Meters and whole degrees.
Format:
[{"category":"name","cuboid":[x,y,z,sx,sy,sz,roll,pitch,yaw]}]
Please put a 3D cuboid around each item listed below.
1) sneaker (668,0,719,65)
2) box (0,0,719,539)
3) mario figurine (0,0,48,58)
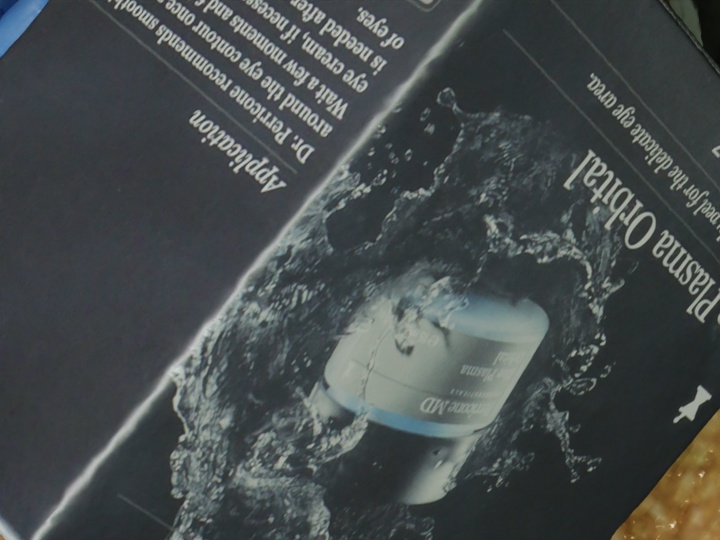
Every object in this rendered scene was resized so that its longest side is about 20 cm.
[{"category":"sneaker","cuboid":[0.134,-0.085,0.798,0.086,0.080,0.201,-24,100,-17]},{"category":"box","cuboid":[0.000,0.000,0.713,0.200,0.197,0.117,-50,51,1]},{"category":"mario figurine","cuboid":[-0.146,-0.034,0.755,0.106,0.123,0.200,40,83,-21]}]
